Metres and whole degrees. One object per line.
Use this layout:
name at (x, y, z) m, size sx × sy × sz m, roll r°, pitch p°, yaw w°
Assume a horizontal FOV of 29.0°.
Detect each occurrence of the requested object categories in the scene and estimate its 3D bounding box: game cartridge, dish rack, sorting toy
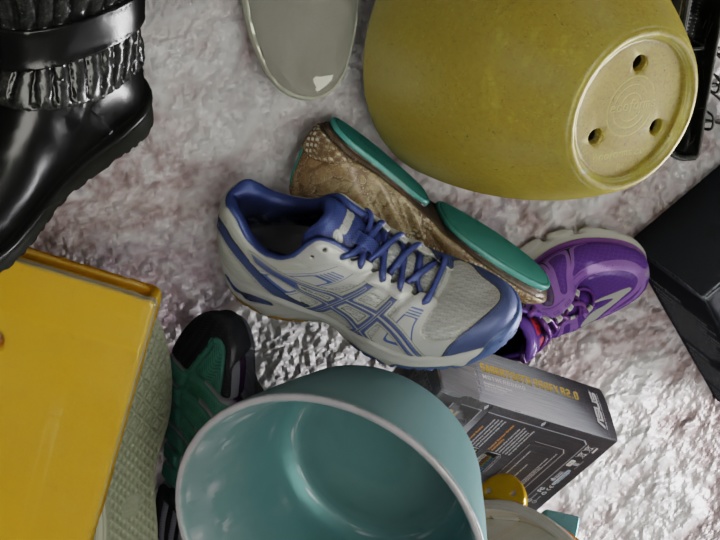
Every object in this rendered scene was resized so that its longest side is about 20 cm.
game cartridge at (-0.228, 0.079, 0.835) m, size 0.175 × 0.032 × 0.201 m, roll 17°, pitch 109°, yaw -5°
dish rack at (0.294, -0.165, 0.988) m, size 0.199 × 0.055 × 0.154 m, roll -7°, pitch 117°, yaw -23°
sorting toy at (0.111, 0.238, 1.001) m, size 0.199 × 0.107 × 0.180 m, roll -32°, pitch 143°, yaw 21°

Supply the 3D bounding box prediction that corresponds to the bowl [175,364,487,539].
bowl at (-0.004, 0.139, 0.866) m, size 0.199 × 0.105 × 0.202 m, roll 9°, pitch 119°, yaw 18°

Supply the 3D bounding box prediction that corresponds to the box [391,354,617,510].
box at (0.057, 0.140, 0.981) m, size 0.158 × 0.049 × 0.200 m, roll 18°, pitch 129°, yaw -30°

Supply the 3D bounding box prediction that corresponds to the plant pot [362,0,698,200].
plant pot at (0.122, -0.122, 0.855) m, size 0.199 × 0.142 × 0.201 m, roll -18°, pitch 126°, yaw -28°

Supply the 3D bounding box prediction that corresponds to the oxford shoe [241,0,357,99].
oxford shoe at (-0.028, -0.193, 0.812) m, size 0.075 × 0.058 × 0.201 m, roll -8°, pitch 118°, yaw -25°

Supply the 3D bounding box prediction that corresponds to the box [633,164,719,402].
box at (0.320, 0.018, 1.058) m, size 0.148 × 0.104 × 0.200 m, roll -38°, pitch 123°, yaw -4°

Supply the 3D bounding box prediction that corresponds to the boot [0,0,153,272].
boot at (-0.187, -0.097, 0.720) m, size 0.211 × 0.079 × 0.158 m, roll -49°, pitch 162°, yaw -33°

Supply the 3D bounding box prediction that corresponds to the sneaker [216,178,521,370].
sneaker at (0.000, 0.000, 0.848) m, size 0.088 × 0.199 × 0.076 m, roll 81°, pitch 25°, yaw -52°

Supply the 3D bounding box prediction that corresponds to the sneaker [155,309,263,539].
sneaker at (-0.084, 0.108, 0.941) m, size 0.087 × 0.074 × 0.201 m, roll -10°, pitch 128°, yaw -36°

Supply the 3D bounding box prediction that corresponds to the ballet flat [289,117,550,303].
ballet flat at (0.035, -0.023, 0.922) m, size 0.199 × 0.071 × 0.065 m, roll 35°, pitch 107°, yaw -17°

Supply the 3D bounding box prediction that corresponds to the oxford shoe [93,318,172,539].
oxford shoe at (-0.165, 0.118, 0.905) m, size 0.075 × 0.057 × 0.202 m, roll -14°, pitch 116°, yaw -51°

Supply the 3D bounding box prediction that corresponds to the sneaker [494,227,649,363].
sneaker at (0.123, 0.033, 0.985) m, size 0.199 × 0.083 × 0.081 m, roll -18°, pitch 120°, yaw -17°
